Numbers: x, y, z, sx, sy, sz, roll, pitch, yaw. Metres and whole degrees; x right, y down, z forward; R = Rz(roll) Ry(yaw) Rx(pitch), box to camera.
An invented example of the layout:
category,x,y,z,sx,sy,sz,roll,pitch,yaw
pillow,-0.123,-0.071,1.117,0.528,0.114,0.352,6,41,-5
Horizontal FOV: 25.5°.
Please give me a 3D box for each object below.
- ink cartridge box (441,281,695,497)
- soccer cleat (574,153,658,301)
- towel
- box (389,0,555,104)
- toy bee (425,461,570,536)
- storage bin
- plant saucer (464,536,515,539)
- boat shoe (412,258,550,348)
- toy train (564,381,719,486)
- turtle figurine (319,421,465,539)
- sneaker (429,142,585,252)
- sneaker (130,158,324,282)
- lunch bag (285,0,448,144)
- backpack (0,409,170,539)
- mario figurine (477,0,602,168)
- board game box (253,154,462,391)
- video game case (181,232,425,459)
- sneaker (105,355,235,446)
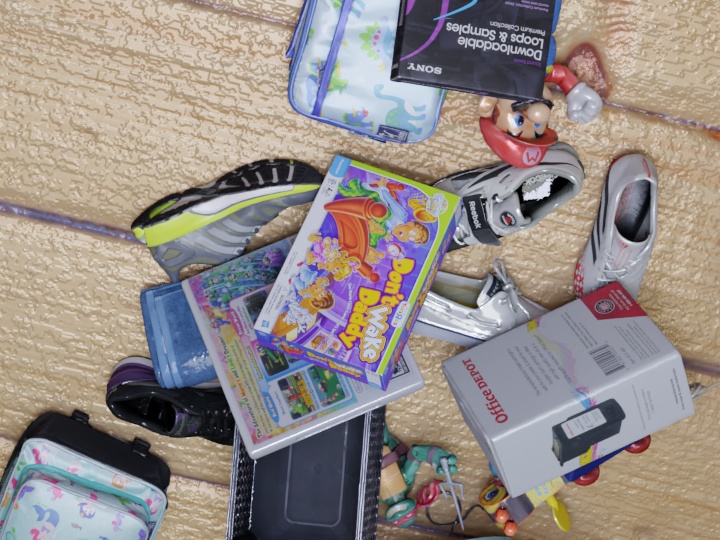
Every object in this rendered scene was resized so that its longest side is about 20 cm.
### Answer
category,x,y,z,sx,sy,sz,roll,pitch,yaw
ink cartridge box,0.199,0.113,1.547,0.200,0.146,0.083,-24,123,-4
soccer cleat,0.262,-0.019,1.609,0.069,0.085,0.200,9,108,-5
towel,-0.119,0.047,1.613,0.200,0.049,0.112,-15,69,1
box,0.111,-0.263,1.471,0.143,0.036,0.200,7,91,-12
toy bee,0.173,0.238,1.681,0.131,0.109,0.200,33,104,-13
storage bin,-0.053,0.200,1.589,0.135,0.094,0.200,4,85,11
plant saucer,0.071,0.324,1.672,0.200,0.200,0.027,-18,69,4
boat shoe,0.135,0.031,1.626,0.202,0.075,0.086,15,125,0
toy train,0.266,0.127,1.655,0.200,0.116,0.085,-28,147,-22
turtle figurine,0.016,0.207,1.671,0.150,0.101,0.200,-30,92,-7
sneaker,0.130,-0.065,1.590,0.200,0.089,0.074,-27,109,9
sneaker,-0.126,-0.052,1.602,0.200,0.074,0.081,-18,118,10
lunch bag,0.018,-0.229,1.536,0.161,0.082,0.200,17,106,-4
backpack,-0.306,0.274,1.664,0.177,0.151,0.200,25,111,-11
mario figurine,0.170,-0.196,1.533,0.123,0.106,0.200,8,104,18
board game box,0.000,0.000,1.537,0.134,0.045,0.200,19,69,13
video game case,-0.058,0.062,1.554,0.182,0.024,0.200,-22,66,-4
sneaker,-0.168,0.154,1.652,0.200,0.088,0.076,13,107,-6
